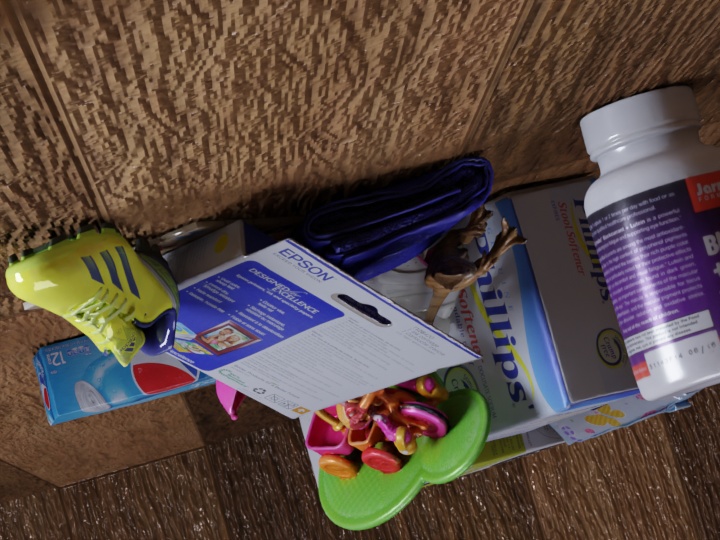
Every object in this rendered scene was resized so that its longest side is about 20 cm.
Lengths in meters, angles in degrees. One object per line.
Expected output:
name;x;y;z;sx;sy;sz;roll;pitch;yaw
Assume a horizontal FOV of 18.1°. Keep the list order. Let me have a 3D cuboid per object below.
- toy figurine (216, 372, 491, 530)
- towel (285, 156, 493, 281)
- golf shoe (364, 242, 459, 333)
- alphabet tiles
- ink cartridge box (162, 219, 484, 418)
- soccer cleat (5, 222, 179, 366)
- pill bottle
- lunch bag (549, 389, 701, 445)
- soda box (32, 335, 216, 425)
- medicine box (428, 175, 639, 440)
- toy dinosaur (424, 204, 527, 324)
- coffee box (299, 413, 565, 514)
toy figurine;-0.026;0.101;1.798;0.184;0.151;0.199;34;152;-33
towel;0.013;-0.023;1.658;0.147;0.050;0.200;-18;174;-14
golf shoe;0.000;0.000;1.813;0.199;0.092;0.075;13;-164;-39
alphabet tiles;-0.144;-0.005;1.651;0.199;0.008;0.167;-21;172;32
ink cartridge box;-0.047;0.032;1.611;0.199;0.047;0.197;-23;138;39
soccer cleat;-0.166;0.019;1.469;0.064;0.084;0.200;-17;171;15
pill bottle;0.219;-0.020;1.560;0.111;0.201;0.111;-16;173;-2
lunch bag;0.205;0.042;1.991;0.127;0.201;0.169;-16;174;-38
soda box;-0.182;0.078;1.981;0.199;0.065;0.068;-15;173;-16
medicine box;0.131;0.039;1.895;0.102;0.183;0.200;-11;171;-33
toy dinosaur;0.070;-0.002;1.752;0.106;0.060;0.200;-44;171;-10
coffee box;0.069;0.094;2.112;0.197;0.201;0.199;-10;172;-40
